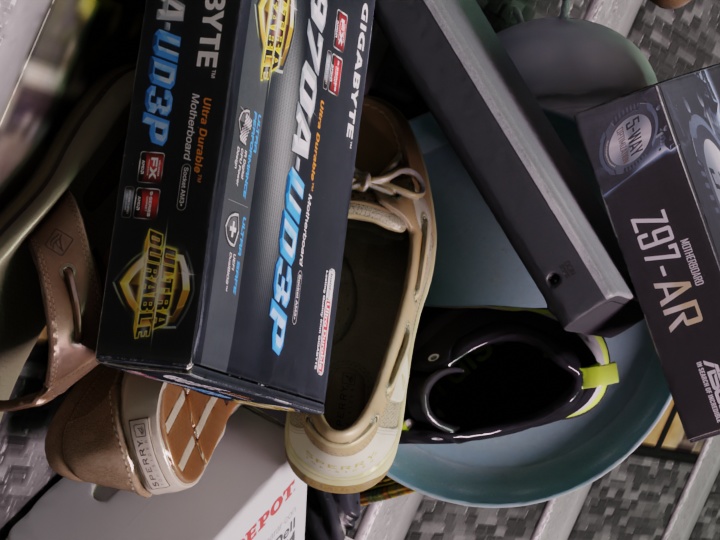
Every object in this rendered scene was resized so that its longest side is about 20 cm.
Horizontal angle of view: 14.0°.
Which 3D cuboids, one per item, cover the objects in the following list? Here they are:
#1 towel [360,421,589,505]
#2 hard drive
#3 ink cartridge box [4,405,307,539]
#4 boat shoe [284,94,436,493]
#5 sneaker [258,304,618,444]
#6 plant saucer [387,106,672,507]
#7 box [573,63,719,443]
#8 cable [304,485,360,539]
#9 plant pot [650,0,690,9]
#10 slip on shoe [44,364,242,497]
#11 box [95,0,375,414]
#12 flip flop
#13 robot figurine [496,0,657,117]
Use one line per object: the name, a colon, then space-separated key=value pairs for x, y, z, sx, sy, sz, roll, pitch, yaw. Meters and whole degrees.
towel: x=0.065 y=0.087 z=1.570 sx=0.086 sy=0.199 sz=0.018 roll=-39 pitch=105 yaw=-44
hard drive: x=0.067 y=-0.063 z=1.370 sx=0.033 sy=0.201 sz=0.140 roll=-33 pitch=170 yaw=11
ink cartridge box: x=-0.097 y=0.171 z=1.394 sx=0.147 sy=0.083 sz=0.201 roll=-47 pitch=151 yaw=-40
boat shoe: x=-0.003 y=0.000 z=1.359 sx=0.063 sy=0.073 sz=0.202 roll=96 pitch=2 yaw=-63
sneaker: x=0.025 y=0.049 z=1.408 sx=0.083 sy=0.199 sz=0.072 roll=-32 pitch=114 yaw=-78
plant saucer: x=0.067 y=0.017 z=1.460 sx=0.027 sy=0.199 sz=0.201 roll=-7 pitch=121 yaw=-81
box: x=0.172 y=-0.015 z=1.406 sx=0.200 sy=0.043 sz=0.161 roll=-19 pitch=90 yaw=-69
cable: x=-0.019 y=0.179 z=1.522 sx=0.050 sy=0.164 sz=0.200 roll=-7 pitch=151 yaw=-13
plant pot: x=0.166 y=-0.232 z=1.469 sx=0.200 sy=0.027 sz=0.201 roll=-167 pitch=-90 yaw=-77
slip on shoe: x=-0.082 y=0.043 z=1.331 sx=0.200 sy=0.060 sz=0.076 roll=-61 pitch=137 yaw=-59
box: x=-0.049 y=-0.047 z=1.238 sx=0.159 sy=0.046 sz=0.201 roll=26 pitch=71 yaw=-69
flip flop: x=-0.119 y=0.006 z=1.197 sx=0.201 sy=0.057 sz=0.081 roll=-58 pitch=160 yaw=-21
robot figurine: x=0.105 y=-0.045 z=1.535 sx=0.112 sy=0.169 sz=0.201 roll=-4 pitch=87 yaw=-34
